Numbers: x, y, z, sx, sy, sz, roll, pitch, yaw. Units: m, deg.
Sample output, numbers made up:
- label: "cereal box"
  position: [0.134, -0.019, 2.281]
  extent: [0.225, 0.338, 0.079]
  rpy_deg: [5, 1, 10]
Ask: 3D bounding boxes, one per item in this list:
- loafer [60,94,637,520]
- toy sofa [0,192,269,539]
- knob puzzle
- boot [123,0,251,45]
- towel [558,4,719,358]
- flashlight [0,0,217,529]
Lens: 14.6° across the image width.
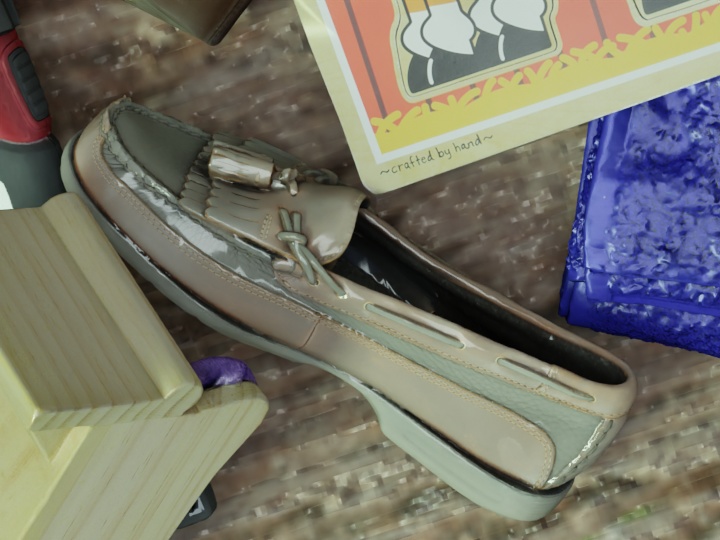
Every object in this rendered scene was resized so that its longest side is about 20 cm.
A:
- label: "loafer"
  position: [0.000, 0.000, 0.903]
  extent: [0.200, 0.072, 0.063]
  rpy_deg: [36, 124, -9]
- label: "toy sofa"
  position: [-0.122, 0.075, 0.881]
  extent: [0.083, 0.097, 0.200]
  rpy_deg: [54, 128, 28]
- label: "knob puzzle"
  position: [0.052, -0.144, 0.864]
  extent: [0.218, 0.030, 0.221]
  rpy_deg: [0, 100, 1]
- label: "boot"
  position: [-0.058, -0.196, 0.901]
  extent: [0.186, 0.064, 0.200]
  rpy_deg: [45, 100, 0]
- label: "towel"
  position: [0.173, -0.035, 0.910]
  extent: [0.199, 0.050, 0.149]
  rpy_deg: [11, 97, 1]
- label: "flashlight"
  position: [-0.117, -0.003, 0.919]
  extent: [0.068, 0.068, 0.201]
  rpy_deg: [-23, 100, -27]
